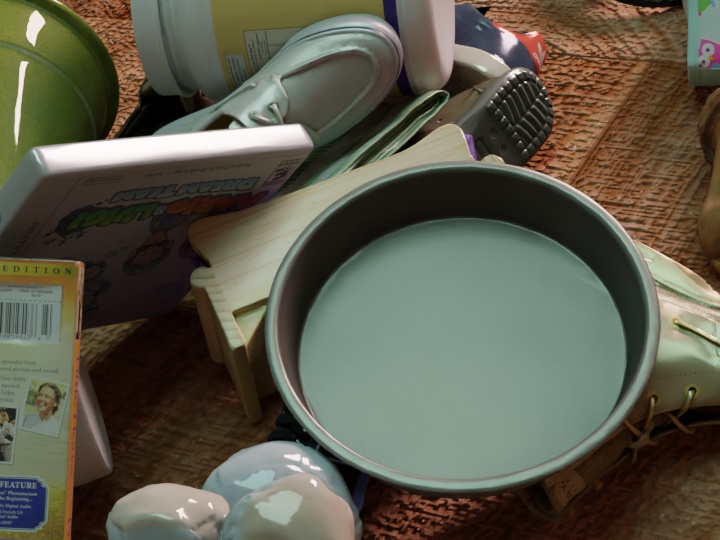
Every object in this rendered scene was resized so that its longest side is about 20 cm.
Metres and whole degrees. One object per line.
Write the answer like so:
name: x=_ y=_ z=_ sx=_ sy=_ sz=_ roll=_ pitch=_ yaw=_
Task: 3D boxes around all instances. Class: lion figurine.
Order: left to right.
lion figurine: x=0.240 y=-0.057 z=1.059 sx=0.122 sy=0.072 sz=0.200 roll=-28 pitch=25 yaw=47

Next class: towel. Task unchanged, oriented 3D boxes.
towel: x=-0.053 y=-0.066 z=1.163 sx=0.199 sy=0.023 sz=0.153 roll=-8 pitch=29 yaw=49

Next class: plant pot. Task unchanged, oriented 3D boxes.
plant pot: x=-0.262 y=-0.060 z=1.171 sx=0.199 sy=0.201 sz=0.191 roll=-11 pitch=47 yaw=5

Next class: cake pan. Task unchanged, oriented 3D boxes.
cake pan: x=0.052 y=0.032 z=0.889 sx=0.199 sy=0.037 sz=0.201 roll=-3 pitch=54 yaw=4

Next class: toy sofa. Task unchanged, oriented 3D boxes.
toy sofa: x=0.000 y=0.000 z=1.040 sx=0.199 sy=0.083 sz=0.098 roll=-22 pitch=54 yaw=-9

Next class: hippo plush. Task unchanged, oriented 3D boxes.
hippo plush: x=-0.035 y=0.169 z=0.814 sx=0.158 sy=0.201 sz=0.161 roll=15 pitch=15 yaw=9

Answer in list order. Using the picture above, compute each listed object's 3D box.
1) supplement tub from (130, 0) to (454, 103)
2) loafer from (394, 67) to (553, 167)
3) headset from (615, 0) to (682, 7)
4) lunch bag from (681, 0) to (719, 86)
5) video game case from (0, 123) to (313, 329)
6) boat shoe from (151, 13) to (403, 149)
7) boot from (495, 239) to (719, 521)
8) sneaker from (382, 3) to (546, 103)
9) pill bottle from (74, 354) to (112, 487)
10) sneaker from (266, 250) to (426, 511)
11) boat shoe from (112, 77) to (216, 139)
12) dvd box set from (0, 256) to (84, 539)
supplement tub: x=-0.042 y=-0.185 z=1.174 sx=0.199 sy=0.146 sz=0.146 roll=-3 pitch=37 yaw=10
loafer: x=0.049 y=-0.060 z=1.147 sx=0.200 sy=0.075 sz=0.069 roll=-40 pitch=19 yaw=-32
headset: x=0.217 y=-0.270 z=1.384 sx=0.123 sy=0.094 sz=0.201 roll=-15 pitch=50 yaw=-8
lunch bag: x=0.306 y=-0.207 z=1.206 sx=0.169 sy=0.122 sz=0.201 roll=-1 pitch=49 yaw=11
video game case: x=-0.146 y=-0.017 z=1.015 sx=0.199 sy=0.182 sz=0.024 roll=-11 pitch=63 yaw=-46
boat shoe: x=-0.060 y=-0.091 z=1.104 sx=0.199 sy=0.071 sz=0.070 roll=-26 pitch=25 yaw=16
boot: x=0.157 y=0.078 z=0.908 sx=0.200 sy=0.073 sz=0.155 roll=32 pitch=62 yaw=31
sneaker: x=0.048 y=-0.168 z=1.286 sx=0.199 sy=0.075 sz=0.085 roll=25 pitch=52 yaw=29
pill bottle: x=-0.246 y=0.105 z=0.979 sx=0.199 sy=0.112 sz=0.112 roll=-18 pitch=35 yaw=-4
sneaker: x=-0.019 y=0.077 z=0.940 sx=0.070 sy=0.078 sz=0.200 roll=11 pitch=54 yaw=46
boat shoe: x=-0.127 y=-0.113 z=1.260 sx=0.072 sy=0.072 sz=0.200 roll=21 pitch=48 yaw=24
dvd box set: x=-0.222 y=0.091 z=0.909 sx=0.145 sy=0.201 sz=0.029 roll=2 pitch=-2 yaw=-2
